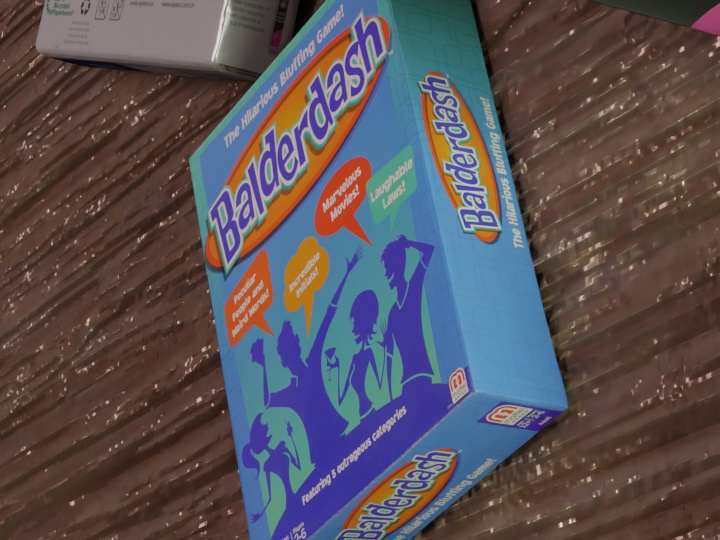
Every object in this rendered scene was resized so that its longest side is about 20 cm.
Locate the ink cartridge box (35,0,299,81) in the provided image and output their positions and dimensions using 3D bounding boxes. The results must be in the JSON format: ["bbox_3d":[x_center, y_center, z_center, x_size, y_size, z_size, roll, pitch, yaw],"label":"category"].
[{"bbox_3d":[-0.075,-0.188,1.118,0.196,0.043,0.200,13,91,60],"label":"ink cartridge box"}]

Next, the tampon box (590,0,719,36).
[{"bbox_3d":[0.108,-0.186,0.724,0.200,0.150,0.126,-52,41,37],"label":"tampon box"}]

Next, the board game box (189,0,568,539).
[{"bbox_3d":[0.000,0.000,0.940,0.152,0.045,0.200,-46,44,42],"label":"board game box"}]
